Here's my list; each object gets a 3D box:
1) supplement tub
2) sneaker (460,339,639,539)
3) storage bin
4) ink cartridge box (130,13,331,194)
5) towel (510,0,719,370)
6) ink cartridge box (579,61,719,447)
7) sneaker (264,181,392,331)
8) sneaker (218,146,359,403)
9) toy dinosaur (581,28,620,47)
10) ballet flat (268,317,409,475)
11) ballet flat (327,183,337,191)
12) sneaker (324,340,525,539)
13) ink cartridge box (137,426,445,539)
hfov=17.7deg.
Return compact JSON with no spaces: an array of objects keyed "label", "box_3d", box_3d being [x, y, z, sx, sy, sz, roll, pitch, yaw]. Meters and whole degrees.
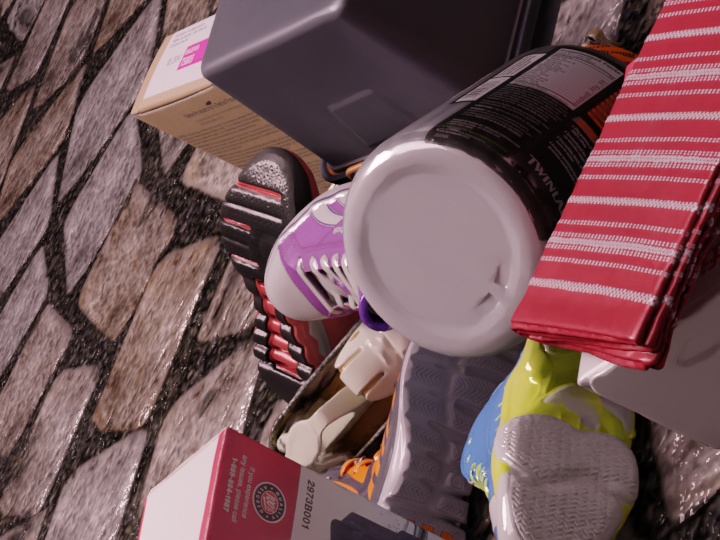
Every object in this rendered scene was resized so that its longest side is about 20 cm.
[{"label":"supplement tub","box_3d":[0.088,-0.044,1.211,0.123,0.123,0.200,-47,-8,37]},{"label":"sneaker","box_3d":[0.093,0.105,1.192,0.105,0.076,0.200,-60,5,39]},{"label":"storage bin","box_3d":[0.000,-0.133,1.400,0.200,0.134,0.146,-18,51,53]},{"label":"ink cartridge box","box_3d":[-0.055,-0.121,1.699,0.200,0.165,0.075,-6,60,66]},{"label":"towel","box_3d":[0.140,-0.052,1.039,0.200,0.022,0.145,-64,18,-6]},{"label":"ink cartridge box","box_3d":[0.186,-0.037,1.084,0.145,0.084,0.200,-40,30,48]},{"label":"sneaker","box_3d":[0.000,-0.001,1.351,0.200,0.073,0.114,-30,20,41]},{"label":"sneaker","box_3d":[-0.032,-0.005,1.506,0.074,0.200,0.087,25,48,36]},{"label":"toy dinosaur","box_3d":[0.115,-0.078,1.409,0.101,0.058,0.200,-52,2,-21]},{"label":"ballet flat","box_3d":[0.003,0.073,1.441,0.200,0.072,0.072,-51,23,35]},{"label":"ballet flat","box_3d":[-0.008,-0.008,1.600,0.200,0.069,0.069,-61,20,10]},{"label":"sneaker","box_3d":[0.025,0.100,1.348,0.112,0.078,0.200,-15,51,63]},{"label":"ink cartridge box","box_3d":[-0.015,0.192,1.154,0.084,0.200,0.145,-41,29,41]}]
